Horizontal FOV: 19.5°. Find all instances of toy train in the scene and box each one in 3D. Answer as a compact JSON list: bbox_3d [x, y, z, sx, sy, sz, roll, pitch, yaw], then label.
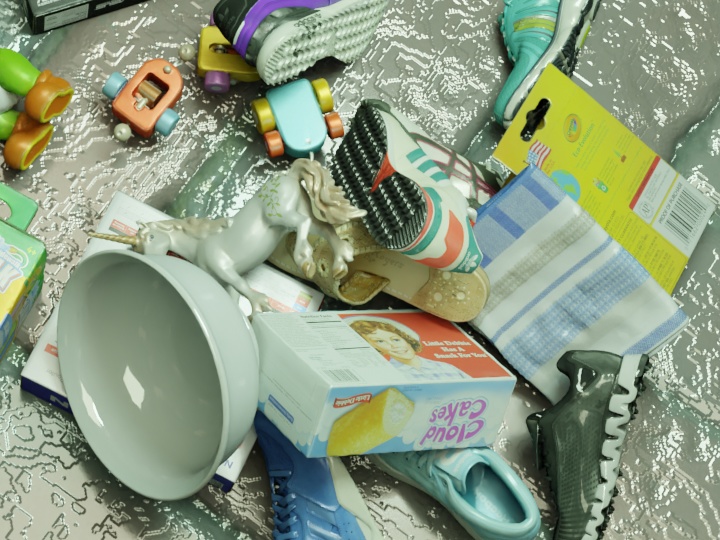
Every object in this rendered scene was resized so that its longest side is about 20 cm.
[{"bbox_3d":[-0.115,-0.134,1.810,0.199,0.056,0.151,31,74,2],"label":"toy train"}]

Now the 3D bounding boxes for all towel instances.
[{"bbox_3d":[0.161,0.022,1.755,0.200,0.024,0.147,44,113,-14],"label":"towel"}]

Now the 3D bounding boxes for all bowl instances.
[{"bbox_3d":[-0.142,0.071,1.637,0.090,0.201,0.202,-18,76,-43],"label":"bowl"}]

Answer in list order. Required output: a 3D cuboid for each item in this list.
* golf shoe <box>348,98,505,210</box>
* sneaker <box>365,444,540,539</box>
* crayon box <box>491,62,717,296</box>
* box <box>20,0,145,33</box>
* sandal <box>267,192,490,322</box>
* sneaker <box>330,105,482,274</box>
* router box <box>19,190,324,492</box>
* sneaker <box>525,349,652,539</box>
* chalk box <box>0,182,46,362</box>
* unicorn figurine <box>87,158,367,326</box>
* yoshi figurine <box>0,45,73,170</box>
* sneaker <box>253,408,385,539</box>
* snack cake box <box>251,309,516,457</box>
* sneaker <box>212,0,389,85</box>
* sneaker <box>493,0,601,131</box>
[{"bbox_3d":[0.071,-0.073,1.823,0.200,0.077,0.088,49,45,10],"label":"golf shoe"},{"bbox_3d":[0.073,0.153,1.739,0.199,0.082,0.074,36,70,5],"label":"sneaker"},{"bbox_3d":[0.201,-0.069,1.811,0.200,0.051,0.127,41,55,-9],"label":"crayon box"},{"bbox_3d":[-0.221,-0.313,1.845,0.198,0.044,0.161,-20,78,-15],"label":"box"},{"bbox_3d":[0.001,-0.005,1.723,0.210,0.070,0.078,18,109,10],"label":"sandal"},{"bbox_3d":[0.042,-0.059,1.726,0.093,0.200,0.070,31,107,-30],"label":"sneaker"},{"bbox_3d":[-0.156,0.058,1.745,0.199,0.049,0.181,27,71,-1],"label":"router box"},{"bbox_3d":[0.177,0.156,1.755,0.090,0.066,0.202,15,96,11],"label":"sneaker"},{"bbox_3d":[-0.331,0.012,1.688,0.124,0.124,0.201,27,71,-2],"label":"chalk box"},{"bbox_3d":[-0.097,-0.018,1.704,0.199,0.074,0.138,-33,66,-4],"label":"unicorn figurine"},{"bbox_3d":[-0.347,-0.170,1.751,0.199,0.112,0.113,36,78,5],"label":"yoshi figurine"},{"bbox_3d":[-0.053,0.211,1.690,0.111,0.077,0.201,-35,103,-21],"label":"sneaker"},{"bbox_3d":[0.013,0.088,1.689,0.199,0.068,0.115,0,28,-39],"label":"snack cake box"},{"bbox_3d":[-0.054,-0.226,1.799,0.099,0.070,0.200,37,30,18],"label":"sneaker"},{"bbox_3d":[0.159,-0.210,1.880,0.079,0.078,0.201,17,66,16],"label":"sneaker"}]
